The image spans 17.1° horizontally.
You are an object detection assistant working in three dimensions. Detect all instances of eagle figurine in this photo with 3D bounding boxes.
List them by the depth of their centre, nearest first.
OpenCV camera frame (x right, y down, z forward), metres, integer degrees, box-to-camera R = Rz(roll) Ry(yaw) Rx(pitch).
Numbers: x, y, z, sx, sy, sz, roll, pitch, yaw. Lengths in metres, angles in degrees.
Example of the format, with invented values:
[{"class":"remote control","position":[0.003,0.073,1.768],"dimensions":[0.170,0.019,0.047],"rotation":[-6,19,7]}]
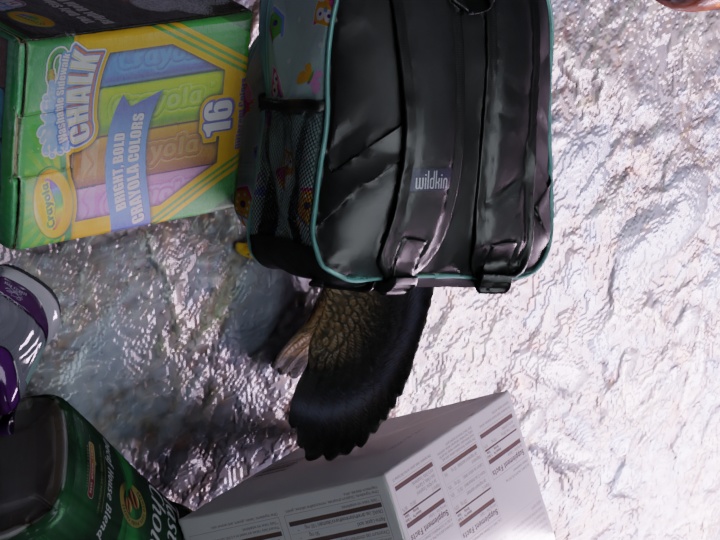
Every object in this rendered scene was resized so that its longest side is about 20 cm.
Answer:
[{"class":"eagle figurine","position":[-0.007,0.000,1.536],"dimensions":[0.152,0.151,0.201],"rotation":[-29,119,-42]}]

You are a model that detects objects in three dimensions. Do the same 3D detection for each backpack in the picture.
[{"class":"backpack","position":[0.019,-0.097,1.360],"dimensions":[0.175,0.153,0.201],"rotation":[0,102,-31]}]

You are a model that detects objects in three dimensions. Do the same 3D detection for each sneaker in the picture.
[{"class":"sneaker","position":[-0.251,0.013,1.301],"dimensions":[0.200,0.074,0.088],"rotation":[32,54,-30]}]

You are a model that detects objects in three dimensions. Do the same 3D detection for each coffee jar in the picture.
[{"class":"coffee jar","position":[-0.161,0.167,1.485],"dimensions":[0.085,0.105,0.200],"rotation":[-21,140,19]}]

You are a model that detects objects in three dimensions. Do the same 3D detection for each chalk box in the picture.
[{"class":"chalk box","position":[-0.177,-0.093,1.322],"dimensions":[0.200,0.124,0.124],"rotation":[-13,119,-38]}]

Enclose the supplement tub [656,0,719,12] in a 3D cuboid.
[{"class":"supplement tub","position":[0.260,-0.236,1.670],"dimensions":[0.200,0.107,0.107],"rotation":[-11,119,-40]}]

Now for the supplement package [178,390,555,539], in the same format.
[{"class":"supplement package","position":[0.008,0.169,1.544],"dimensions":[0.200,0.155,0.111],"rotation":[-24,98,-61]}]
